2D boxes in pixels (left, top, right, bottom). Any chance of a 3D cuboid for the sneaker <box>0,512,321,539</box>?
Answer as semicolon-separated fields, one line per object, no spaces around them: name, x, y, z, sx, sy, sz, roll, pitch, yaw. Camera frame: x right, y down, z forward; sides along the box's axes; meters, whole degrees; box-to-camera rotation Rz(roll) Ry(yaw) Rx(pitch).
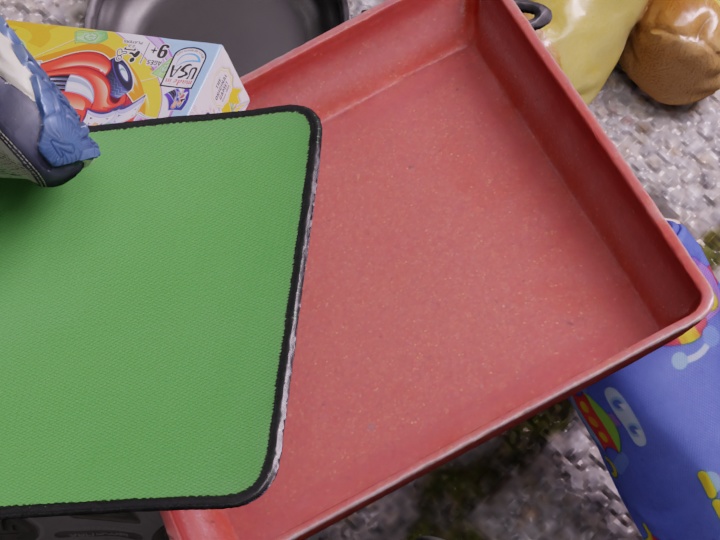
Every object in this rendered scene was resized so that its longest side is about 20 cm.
sneaker;-0.113;0.059;0.803;0.198;0.078;0.100;9;54;-15

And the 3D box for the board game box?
board game box;-0.157;-0.034;0.803;0.198;0.034;0.135;9;59;25

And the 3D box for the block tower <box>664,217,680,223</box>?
block tower;0.029;-0.002;0.864;0.198;0.058;0.054;8;62;-6

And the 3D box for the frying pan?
frying pan;-0.026;-0.114;0.904;0.189;0.031;0.116;-20;65;-8

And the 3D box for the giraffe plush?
giraffe plush;0.131;-0.181;0.911;0.199;0.162;0.173;-26;71;-21

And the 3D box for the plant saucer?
plant saucer;0.000;0.000;0.766;0.199;0.037;0.200;-28;51;-2

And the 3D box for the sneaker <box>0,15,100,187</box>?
sneaker;-0.168;-0.053;0.751;0.199;0.077;0.085;21;66;46

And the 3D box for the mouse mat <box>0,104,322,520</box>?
mouse mat;-0.113;0.015;0.725;0.198;0.008;0.162;-6;54;18

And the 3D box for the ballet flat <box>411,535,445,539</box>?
ballet flat;0.003;0.193;0.761;0.064;0.067;0.201;40;61;-25

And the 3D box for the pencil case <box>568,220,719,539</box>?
pencil case;0.132;0.077;0.804;0.078;0.087;0.201;-36;97;-41
